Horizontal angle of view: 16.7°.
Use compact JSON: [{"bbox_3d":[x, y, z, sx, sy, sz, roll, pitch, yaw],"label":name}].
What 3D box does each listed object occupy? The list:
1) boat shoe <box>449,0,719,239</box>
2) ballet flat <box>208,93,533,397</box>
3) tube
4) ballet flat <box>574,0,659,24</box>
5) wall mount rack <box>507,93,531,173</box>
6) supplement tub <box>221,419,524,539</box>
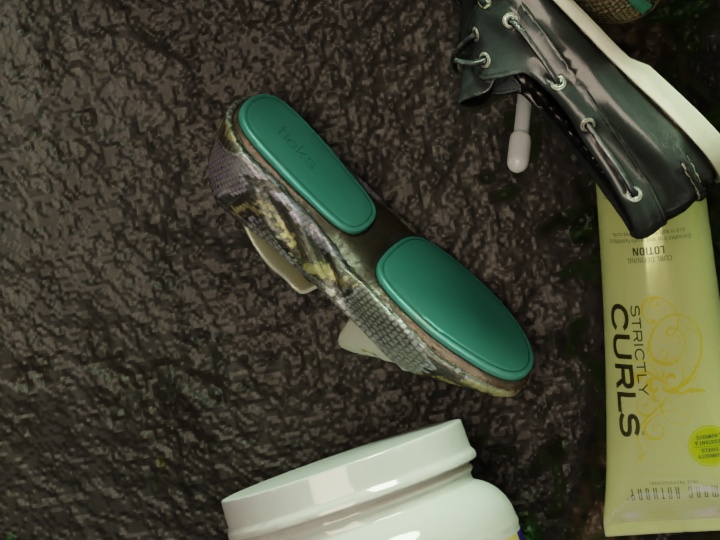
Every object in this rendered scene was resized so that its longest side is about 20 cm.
[{"bbox_3d":[0.074,-0.091,1.093,0.199,0.075,0.066,43,88,2],"label":"boat shoe"},{"bbox_3d":[0.000,0.000,1.205,0.200,0.072,0.072,44,102,8],"label":"ballet flat"},{"bbox_3d":[0.146,0.028,1.172,0.058,0.052,0.202,5,102,57],"label":"tube"},{"bbox_3d":[0.065,-0.194,1.095,0.068,0.075,0.200,-42,80,11],"label":"ballet flat"},{"bbox_3d":[0.129,-0.138,1.150,0.198,0.075,0.175,-4,92,15],"label":"wall mount rack"},{"bbox_3d":[0.022,0.185,1.161,0.144,0.145,0.201,-18,89,14],"label":"supplement tub"}]
